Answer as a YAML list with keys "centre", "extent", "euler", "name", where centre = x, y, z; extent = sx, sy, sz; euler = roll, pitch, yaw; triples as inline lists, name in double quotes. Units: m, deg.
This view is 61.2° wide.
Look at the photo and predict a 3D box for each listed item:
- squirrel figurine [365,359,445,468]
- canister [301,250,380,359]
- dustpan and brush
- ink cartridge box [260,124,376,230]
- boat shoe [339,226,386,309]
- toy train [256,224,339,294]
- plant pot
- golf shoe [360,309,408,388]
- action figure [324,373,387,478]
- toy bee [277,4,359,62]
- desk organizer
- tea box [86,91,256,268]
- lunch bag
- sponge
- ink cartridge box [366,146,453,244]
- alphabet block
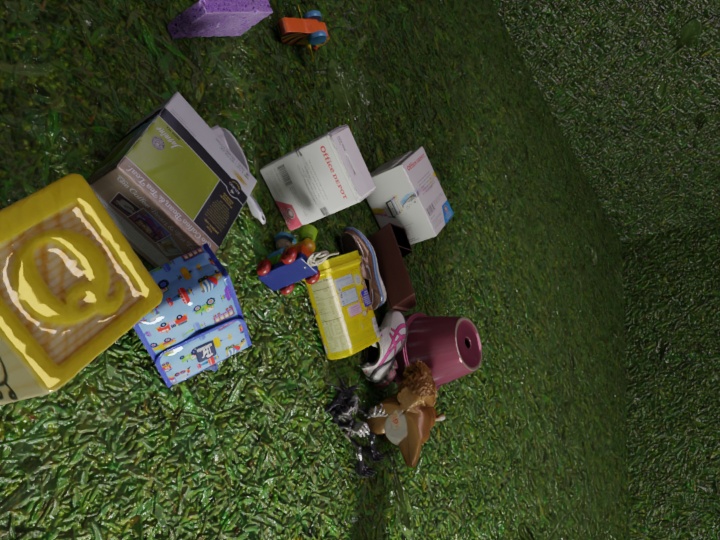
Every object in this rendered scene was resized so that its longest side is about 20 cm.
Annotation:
- centre: [0.128, 0.310, 1.360]
  extent: [0.186, 0.140, 0.203]
  euler: [8, 103, -58]
  name: "squirrel figurine"
- centre: [-0.040, 0.073, 1.303]
  extent: [0.148, 0.086, 0.203]
  euler: [-19, 93, -49]
  name: "canister"
- centre: [-0.241, -0.174, 1.153]
  extent: [0.203, 0.056, 0.140]
  euler: [67, 29, -16]
  name: "dustpan and brush"
- centre: [-0.087, -0.189, 1.250]
  extent: [0.085, 0.198, 0.147]
  euler: [-42, 109, -51]
  name: "ink cartridge box"
- centre: [0.000, 0.000, 1.399]
  extent: [0.072, 0.071, 0.203]
  euler: [-38, 107, -50]
  name: "boat shoe"
- centre: [-0.104, -0.042, 1.174]
  extent: [0.085, 0.198, 0.117]
  euler: [42, 42, -34]
  name: "toy train"
- centre: [0.189, 0.193, 1.483]
  extent: [0.199, 0.177, 0.204]
  euler: [23, 58, -45]
  name: "plant pot"
- centre: [0.055, 0.164, 1.405]
  extent: [0.092, 0.072, 0.202]
  euler: [46, 44, -32]
  name: "golf shoe"
- centre: [-0.002, 0.311, 1.251]
  extent: [0.118, 0.101, 0.203]
  euler: [-32, 105, -51]
  name: "action figure"
- centre: [-0.114, -0.562, 1.465]
  extent: [0.197, 0.108, 0.133]
  euler: [8, 76, -25]
  name: "toy bee"
- centre: [0.090, -0.008, 1.475]
  extent: [0.071, 0.077, 0.203]
  euler: [14, 51, -49]
  name: "desk organizer"
- centre: [-0.308, -0.135, 0.995]
  extent: [0.200, 0.132, 0.199]
  euler: [49, 42, -29]
  name: "tea box"
- centre: [-0.261, 0.086, 0.942]
  extent: [0.149, 0.094, 0.202]
  euler: [-28, 136, -19]
  name: "lunch bag"
- centre: [-0.274, -0.497, 1.200]
  extent: [0.199, 0.110, 0.030]
  euler: [-35, 106, -52]
  name: "sponge"
- centre: [0.119, -0.185, 1.567]
  extent: [0.147, 0.143, 0.202]
  euler: [-44, 112, -51]
  name: "ink cartridge box"
- centre: [-0.406, 0.029, 0.745]
  extent: [0.197, 0.198, 0.197]
  euler: [58, 39, -18]
  name: "alphabet block"
